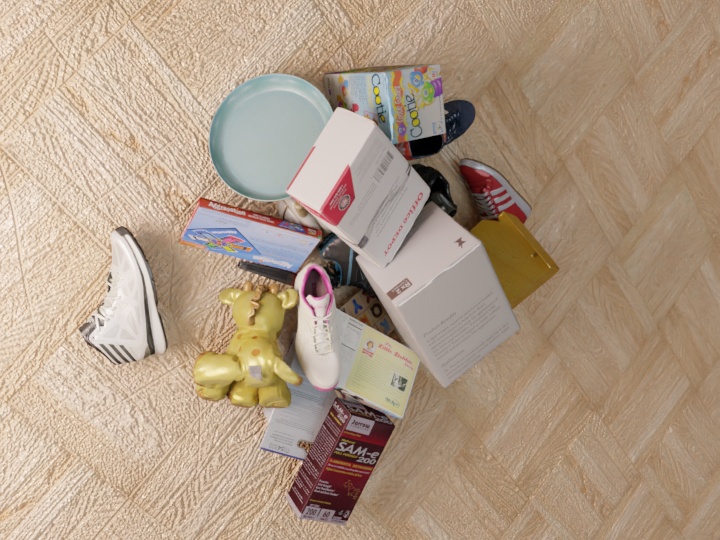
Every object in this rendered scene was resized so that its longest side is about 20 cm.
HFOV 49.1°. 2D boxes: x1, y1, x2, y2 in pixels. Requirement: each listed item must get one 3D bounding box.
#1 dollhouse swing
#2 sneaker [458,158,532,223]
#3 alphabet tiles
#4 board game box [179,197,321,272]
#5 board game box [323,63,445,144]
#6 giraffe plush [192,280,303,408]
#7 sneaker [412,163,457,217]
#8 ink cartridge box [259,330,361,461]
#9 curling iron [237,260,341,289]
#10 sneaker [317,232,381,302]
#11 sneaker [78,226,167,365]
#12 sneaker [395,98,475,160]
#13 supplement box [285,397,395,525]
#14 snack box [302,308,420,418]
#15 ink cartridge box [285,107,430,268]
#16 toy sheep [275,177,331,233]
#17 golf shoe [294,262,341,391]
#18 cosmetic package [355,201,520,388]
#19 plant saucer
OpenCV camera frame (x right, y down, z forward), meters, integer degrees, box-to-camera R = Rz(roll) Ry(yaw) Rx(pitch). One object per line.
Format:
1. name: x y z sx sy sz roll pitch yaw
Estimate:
1. dollhouse swing: 0.250 0.000 1.464 0.199 0.176 0.182 -42 90 22
2. sneaker: 0.234 -0.114 1.460 0.198 0.071 0.114 34 79 -34
3. alphabet tiles: 0.011 0.127 1.378 0.199 0.007 0.170 -40 111 -32
4. board game box: -0.168 -0.052 1.209 0.196 0.103 0.020 14 52 -25
5. board game box: 0.034 -0.262 1.232 0.101 0.199 0.108 -15 109 -26
6. giraffe plush: -0.169 0.107 1.234 0.169 0.200 0.166 13 60 -19
7. sneaker: 0.100 -0.080 1.364 0.075 0.114 0.204 18 93 -30
8. ink cartridge box: -0.068 0.229 1.370 0.194 0.043 0.204 24 88 -34
9. curling iron: -0.114 0.003 1.304 0.196 0.025 0.051 8 94 -32
10. sneaker: 0.000 0.000 1.337 0.081 0.073 0.201 -35 124 1
11. sneaker: -0.356 0.046 1.139 0.113 0.075 0.206 -20 113 -27
12. sneaker: 0.136 -0.239 1.366 0.197 0.084 0.076 -30 114 -22
13. supplement box: -0.034 0.328 1.348 0.107 0.061 0.204 20 100 -36
14. snack box: 0.007 0.159 1.336 0.198 0.037 0.119 30 70 -26
15. ink cartridge box: 0.003 -0.117 1.160 0.147 0.083 0.200 -58 144 -5
16. toy sheep: -0.069 -0.120 1.245 0.198 0.138 0.139 -36 117 -3
17. golf shoe: -0.069 0.085 1.240 0.073 0.092 0.205 -8 77 -9
18. cosmetic package: 0.124 0.037 1.267 0.163 0.165 0.202 -35 125 -5
19. plant saucer: -0.131 -0.198 1.188 0.194 0.027 0.206 -2 76 6
